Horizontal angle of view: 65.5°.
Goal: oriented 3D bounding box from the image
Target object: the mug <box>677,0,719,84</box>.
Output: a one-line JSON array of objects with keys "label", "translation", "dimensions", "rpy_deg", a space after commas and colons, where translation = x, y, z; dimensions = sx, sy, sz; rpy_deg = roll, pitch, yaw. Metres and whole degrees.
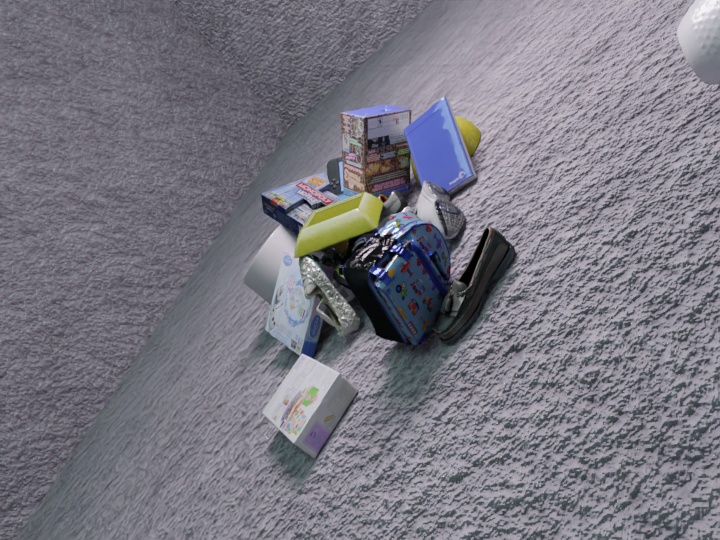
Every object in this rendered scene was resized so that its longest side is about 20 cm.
[{"label": "mug", "translation": [0.521, -0.310, 0.718], "dimensions": [0.174, 0.144, 0.208], "rpy_deg": [-30, 58, 48]}]

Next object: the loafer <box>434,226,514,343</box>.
[{"label": "loafer", "translation": [0.175, 0.020, 0.920], "dimensions": [0.202, 0.063, 0.071], "rpy_deg": [-54, 23, -10]}]

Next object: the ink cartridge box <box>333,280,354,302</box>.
[{"label": "ink cartridge box", "translation": [0.000, 0.000, 1.332], "dimensions": [0.160, 0.050, 0.201], "rpy_deg": [-40, 8, 23]}]

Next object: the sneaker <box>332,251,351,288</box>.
[{"label": "sneaker", "translation": [0.014, 0.008, 1.162], "dimensions": [0.197, 0.071, 0.085], "rpy_deg": [24, 84, 44]}]

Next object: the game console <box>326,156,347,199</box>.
[{"label": "game console", "translation": [-0.022, -0.256, 1.570], "dimensions": [0.193, 0.118, 0.178], "rpy_deg": [-9, 82, 21]}]

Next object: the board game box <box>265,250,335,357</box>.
[{"label": "board game box", "translation": [-0.146, 0.073, 1.317], "dimensions": [0.198, 0.042, 0.207], "rpy_deg": [20, 98, 54]}]

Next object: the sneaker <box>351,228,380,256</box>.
[{"label": "sneaker", "translation": [0.073, -0.038, 1.118], "dimensions": [0.193, 0.072, 0.078], "rpy_deg": [4, 34, 30]}]

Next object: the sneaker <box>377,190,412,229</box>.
[{"label": "sneaker", "translation": [0.045, -0.139, 1.381], "dimensions": [0.197, 0.081, 0.073], "rpy_deg": [-21, 10, 46]}]

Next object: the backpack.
[{"label": "backpack", "translation": [0.088, 0.004, 0.982], "dimensions": [0.200, 0.186, 0.133], "rpy_deg": [-44, 28, -24]}]

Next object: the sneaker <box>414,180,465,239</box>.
[{"label": "sneaker", "translation": [0.161, -0.111, 1.174], "dimensions": [0.202, 0.072, 0.089], "rpy_deg": [-99, 32, -60]}]

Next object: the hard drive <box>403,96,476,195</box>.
[{"label": "hard drive", "translation": [0.177, -0.268, 1.272], "dimensions": [0.130, 0.025, 0.207], "rpy_deg": [-31, 65, 36]}]

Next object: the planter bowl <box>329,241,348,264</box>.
[{"label": "planter bowl", "translation": [-0.075, -0.120, 1.593], "dimensions": [0.199, 0.083, 0.203], "rpy_deg": [-40, 23, 21]}]

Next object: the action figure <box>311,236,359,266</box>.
[{"label": "action figure", "translation": [-0.053, -0.057, 1.352], "dimensions": [0.199, 0.102, 0.121], "rpy_deg": [-39, 20, 32]}]

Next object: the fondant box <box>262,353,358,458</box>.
[{"label": "fondant box", "translation": [-0.102, 0.253, 1.081], "dimensions": [0.146, 0.058, 0.198], "rpy_deg": [-55, 22, -14]}]

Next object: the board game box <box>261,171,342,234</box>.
[{"label": "board game box", "translation": [-0.126, -0.181, 1.476], "dimensions": [0.197, 0.063, 0.198], "rpy_deg": [30, 49, 31]}]

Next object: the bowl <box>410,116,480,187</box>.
[{"label": "bowl", "translation": [0.187, -0.313, 1.375], "dimensions": [0.199, 0.107, 0.202], "rpy_deg": [-40, 23, 21]}]

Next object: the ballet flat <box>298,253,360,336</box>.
[{"label": "ballet flat", "translation": [-0.078, 0.053, 1.178], "dimensions": [0.071, 0.201, 0.072], "rpy_deg": [-40, -9, -8]}]

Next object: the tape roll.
[{"label": "tape roll", "translation": [-0.204, -0.007, 1.504], "dimensions": [0.205, 0.138, 0.203], "rpy_deg": [-54, 1, 1]}]

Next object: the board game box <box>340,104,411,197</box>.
[{"label": "board game box", "translation": [0.040, -0.294, 1.397], "dimensions": [0.156, 0.208, 0.096], "rpy_deg": [-19, 29, -35]}]

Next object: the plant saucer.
[{"label": "plant saucer", "translation": [-0.051, -0.113, 1.245], "dimensions": [0.193, 0.049, 0.201], "rpy_deg": [-19, 19, 14]}]
